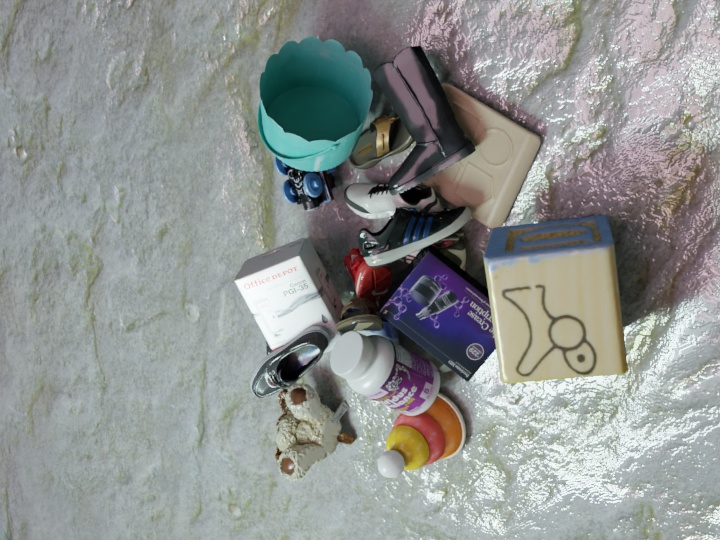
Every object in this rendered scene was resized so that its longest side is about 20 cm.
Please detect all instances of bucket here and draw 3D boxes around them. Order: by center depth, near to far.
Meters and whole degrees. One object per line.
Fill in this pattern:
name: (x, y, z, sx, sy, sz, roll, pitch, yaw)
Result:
bucket: (-0.081, -0.278, 1.575, 0.207, 0.207, 0.135, 47, 160, 12)

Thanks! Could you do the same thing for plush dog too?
plush dog: (-0.121, 0.342, 1.949, 0.171, 0.160, 0.201, -3, 79, 52)

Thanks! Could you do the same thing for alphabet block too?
alphabet block: (0.301, 0.041, 1.412, 0.194, 0.196, 0.201, -5, 105, 16)

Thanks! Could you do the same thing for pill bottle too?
pill bottle: (0.043, 0.183, 1.661, 0.112, 0.200, 0.113, -28, 48, 36)

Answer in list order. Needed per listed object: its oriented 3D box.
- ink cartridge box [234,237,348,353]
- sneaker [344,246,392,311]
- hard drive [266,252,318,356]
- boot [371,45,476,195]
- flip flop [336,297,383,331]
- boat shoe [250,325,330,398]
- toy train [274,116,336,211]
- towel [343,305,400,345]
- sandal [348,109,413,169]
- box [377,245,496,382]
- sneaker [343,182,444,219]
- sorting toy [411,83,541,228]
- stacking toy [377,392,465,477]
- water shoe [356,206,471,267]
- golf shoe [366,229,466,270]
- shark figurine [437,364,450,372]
ink cartridge box: (-0.123, 0.061, 1.699, 0.146, 0.083, 0.201, -20, 111, 18)
sneaker: (0.000, 0.000, 1.685, 0.116, 0.078, 0.200, 54, 169, 21)
hard drive: (-0.134, 0.073, 1.826, 0.038, 0.139, 0.201, 14, 115, 32)
boot: (0.074, -0.247, 1.520, 0.164, 0.066, 0.201, -29, 97, 17)
flip flop: (-0.001, 0.076, 1.618, 0.081, 0.200, 0.058, -1, 92, 1)
boat shoe: (-0.133, 0.180, 1.674, 0.200, 0.066, 0.070, -37, 106, 23)
toy train: (-0.102, -0.213, 1.703, 0.086, 0.114, 0.201, -12, 100, 40)
towel: (0.019, 0.160, 1.784, 0.146, 0.024, 0.201, 14, 134, 32)
sandal: (0.035, -0.241, 1.613, 0.200, 0.054, 0.082, -25, 67, 45)
box: (0.149, 0.071, 1.577, 0.200, 0.079, 0.141, 37, 104, -7)
sneaker: (0.057, -0.133, 1.628, 0.199, 0.074, 0.080, 12, 149, 26)
sorting toy: (0.188, -0.194, 1.547, 0.199, 0.036, 0.186, 33, 125, 18)
stacking toy: (0.093, 0.323, 1.714, 0.145, 0.200, 0.147, 14, 116, 32)
water shoe: (0.090, -0.076, 1.543, 0.199, 0.072, 0.079, -26, 97, 0)
golf shoe: (0.098, -0.030, 1.652, 0.199, 0.077, 0.089, 1, 114, 37)
shark figurine: (0.145, 0.081, 1.663, 0.215, 0.089, 0.128, 57, 164, 15)
